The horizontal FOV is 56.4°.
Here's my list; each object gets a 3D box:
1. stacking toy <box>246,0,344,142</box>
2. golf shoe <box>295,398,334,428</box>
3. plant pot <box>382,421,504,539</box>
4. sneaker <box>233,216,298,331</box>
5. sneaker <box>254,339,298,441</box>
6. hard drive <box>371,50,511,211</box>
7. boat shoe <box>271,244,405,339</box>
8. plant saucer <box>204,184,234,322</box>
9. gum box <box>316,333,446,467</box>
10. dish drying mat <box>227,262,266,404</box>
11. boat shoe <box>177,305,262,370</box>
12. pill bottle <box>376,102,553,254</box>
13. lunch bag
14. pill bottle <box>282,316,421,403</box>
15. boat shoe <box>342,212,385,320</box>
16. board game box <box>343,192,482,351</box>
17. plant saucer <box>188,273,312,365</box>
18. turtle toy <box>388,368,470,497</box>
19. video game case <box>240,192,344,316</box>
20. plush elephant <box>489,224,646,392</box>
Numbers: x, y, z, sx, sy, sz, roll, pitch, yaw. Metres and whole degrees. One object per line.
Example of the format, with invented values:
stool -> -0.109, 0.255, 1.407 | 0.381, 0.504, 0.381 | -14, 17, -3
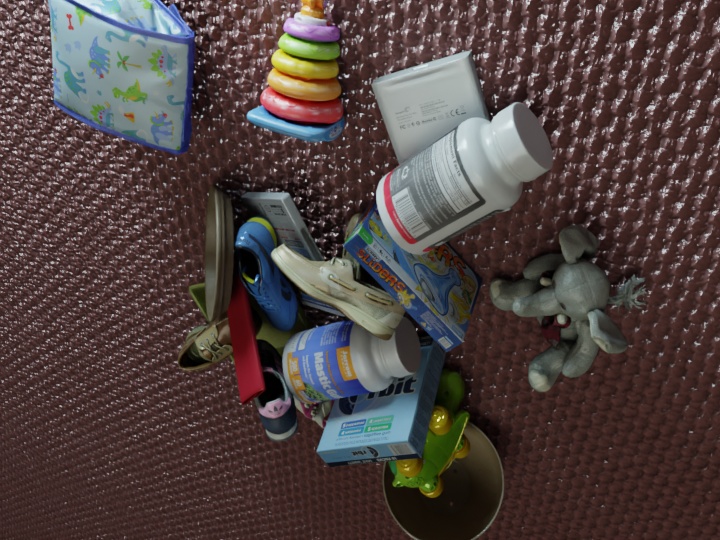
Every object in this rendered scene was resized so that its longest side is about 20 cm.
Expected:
stacking toy -> -0.063, -0.269, 0.814 | 0.107, 0.116, 0.205 | 16, 117, 12
golf shoe -> -0.096, 0.215, 1.170 | 0.090, 0.076, 0.202 | 20, 155, 25
plant pot -> 0.140, 0.361, 1.138 | 0.195, 0.205, 0.135 | 15, 161, 14
sneaker -> -0.148, 0.023, 1.013 | 0.064, 0.079, 0.204 | 2, 126, 21
sneaker -> -0.145, 0.165, 1.058 | 0.069, 0.201, 0.083 | -19, 133, -13
hard drive -> 0.105, -0.159, 0.850 | 0.129, 0.026, 0.203 | -7, 122, 29
boat shoe -> -0.029, 0.015, 0.914 | 0.197, 0.072, 0.066 | 33, 96, 1
plant saucer -> -0.214, -0.026, 1.014 | 0.029, 0.203, 0.203 | 2, 134, -18
gum box -> 0.035, 0.197, 1.034 | 0.167, 0.202, 0.045 | -17, 125, 34
dish drying mat -> -0.179, 0.095, 1.028 | 0.018, 0.205, 0.077 | 1, 155, -32
boat shoe -> -0.241, 0.122, 1.131 | 0.076, 0.074, 0.198 | 46, 130, -14
pill bottle -> 0.121, -0.108, 0.790 | 0.198, 0.112, 0.111 | -29, 110, 38
lunch bag -> -0.303, -0.271, 0.895 | 0.197, 0.127, 0.173 | 30, 133, 14
pill bottle -> -0.012, 0.131, 1.015 | 0.196, 0.113, 0.114 | -16, 117, 30
boat shoe -> 0.000, 0.000, 1.002 | 0.065, 0.071, 0.202 | 52, 153, 30
board game box -> 0.077, -0.008, 0.906 | 0.200, 0.136, 0.034 | 44, 130, -13
plant saucer -> -0.168, 0.081, 1.149 | 0.196, 0.048, 0.203 | -10, 120, 30
turtle toy -> 0.106, 0.249, 1.051 | 0.100, 0.201, 0.146 | 28, 163, 38
video game case -> -0.098, -0.026, 1.009 | 0.142, 0.018, 0.203 | 11, 133, 56
plush elephant -> 0.254, 0.040, 0.833 | 0.196, 0.169, 0.154 | -23, 155, 20
